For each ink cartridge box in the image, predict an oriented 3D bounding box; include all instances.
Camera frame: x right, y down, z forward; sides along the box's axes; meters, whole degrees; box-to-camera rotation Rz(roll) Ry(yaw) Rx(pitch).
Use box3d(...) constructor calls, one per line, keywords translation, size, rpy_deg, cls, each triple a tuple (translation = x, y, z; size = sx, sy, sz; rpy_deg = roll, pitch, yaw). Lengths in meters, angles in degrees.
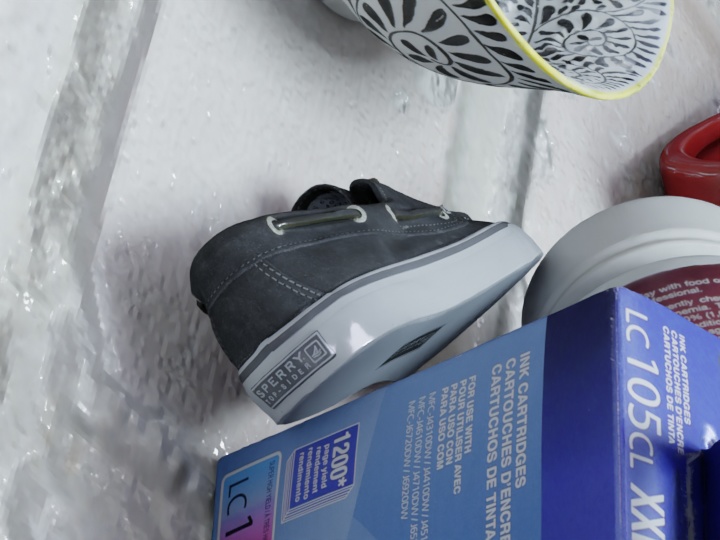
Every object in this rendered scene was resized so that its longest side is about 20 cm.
box3d(translation=(0.045, 0.095, 0.654), size=(0.076, 0.200, 0.137), rpy_deg=(27, 52, -37), cls="ink cartridge box")

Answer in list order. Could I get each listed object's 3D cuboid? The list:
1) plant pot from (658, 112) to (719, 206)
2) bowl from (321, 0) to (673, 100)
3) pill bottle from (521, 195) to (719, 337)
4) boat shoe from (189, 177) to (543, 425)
box3d(translation=(0.247, 0.008, 1.046), size=(0.200, 0.200, 0.183), rpy_deg=(-31, 110, -59), cls="plant pot")
box3d(translation=(0.027, -0.146, 0.852), size=(0.201, 0.094, 0.201), rpy_deg=(32, 51, -49), cls="bowl")
box3d(translation=(0.117, 0.066, 0.772), size=(0.114, 0.114, 0.200), rpy_deg=(53, 13, -31), cls="pill bottle")
box3d(translation=(0.000, 0.000, 0.773), size=(0.066, 0.070, 0.200), rpy_deg=(51, 24, 8), cls="boat shoe")
